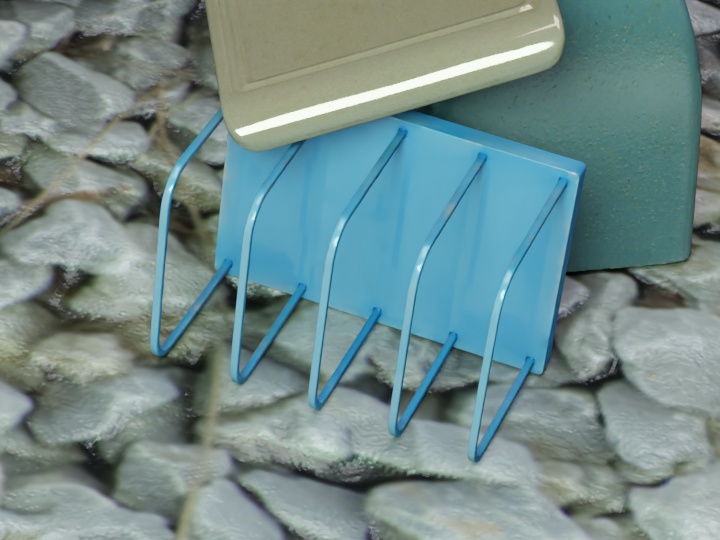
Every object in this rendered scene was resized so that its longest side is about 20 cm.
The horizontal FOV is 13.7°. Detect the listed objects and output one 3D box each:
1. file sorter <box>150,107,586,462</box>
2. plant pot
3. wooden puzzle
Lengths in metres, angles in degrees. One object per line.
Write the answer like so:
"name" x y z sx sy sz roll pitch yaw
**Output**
"file sorter" 0.000 0.000 1.606 0.200 0.139 0.123 17 39 13
"plant pot" 0.088 -0.133 1.763 0.196 0.200 0.196 -6 36 -20
"wooden puzzle" 0.007 -0.154 1.627 0.185 0.037 0.200 -16 46 4
